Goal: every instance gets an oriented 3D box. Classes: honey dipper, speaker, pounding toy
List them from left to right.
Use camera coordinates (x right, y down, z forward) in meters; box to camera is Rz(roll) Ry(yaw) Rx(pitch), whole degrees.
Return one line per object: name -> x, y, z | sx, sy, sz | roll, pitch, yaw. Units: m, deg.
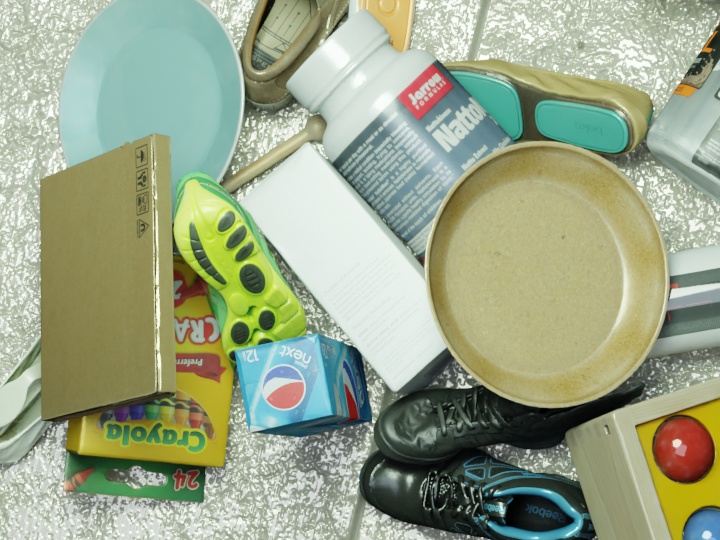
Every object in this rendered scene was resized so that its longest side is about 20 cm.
honey dipper -> -0.109, -0.070, 1.728 | 0.199, 0.038, 0.038 | -32, 81, 1
speaker -> 0.282, 0.020, 1.635 | 0.198, 0.081, 0.082 | -9, 84, 8
pounding toy -> 0.285, 0.146, 1.575 | 0.198, 0.142, 0.186 | -16, 82, -19

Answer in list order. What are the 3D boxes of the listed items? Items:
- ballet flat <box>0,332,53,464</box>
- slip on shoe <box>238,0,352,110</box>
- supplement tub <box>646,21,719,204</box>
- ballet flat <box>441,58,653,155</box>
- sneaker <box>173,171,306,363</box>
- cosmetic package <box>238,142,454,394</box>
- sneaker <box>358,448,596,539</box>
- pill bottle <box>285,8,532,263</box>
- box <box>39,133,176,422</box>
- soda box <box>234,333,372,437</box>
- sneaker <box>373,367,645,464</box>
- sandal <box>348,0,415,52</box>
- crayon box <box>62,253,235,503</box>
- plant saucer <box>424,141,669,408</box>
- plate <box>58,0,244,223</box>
ballet flat -> -0.254, 0.080, 1.719 | 0.069, 0.069, 0.200 | 40, 92, 10
slip on shoe -> -0.047, -0.229, 1.701 | 0.076, 0.061, 0.201 | 26, 76, 11
supplement tub -> 0.324, -0.150, 1.621 | 0.122, 0.123, 0.201 | 34, 90, 10
ballet flat -> 0.145, -0.136, 1.678 | 0.198, 0.063, 0.069 | 17, 129, 26
sneaker -> -0.094, -0.002, 1.632 | 0.073, 0.201, 0.084 | -18, 45, 2
cosmetic package -> 0.000, 0.000, 1.665 | 0.081, 0.113, 0.200 | -42, 79, 3
sneaker -> 0.093, 0.177, 1.649 | 0.198, 0.082, 0.074 | 8, 89, 11
pill bottle -> 0.040, -0.105, 1.647 | 0.120, 0.120, 0.200 | -44, 91, 3
box -> -0.201, 0.009, 1.619 | 0.163, 0.021, 0.202 | -16, 73, 47
soda box -> -0.041, 0.092, 1.617 | 0.067, 0.200, 0.065 | -12, 83, 8
sneaker -> 0.115, 0.103, 1.620 | 0.198, 0.104, 0.061 | -3, 65, -16
sandal -> 0.034, -0.264, 1.695 | 0.079, 0.059, 0.209 | -1, 91, -35
crayon box -> -0.168, 0.086, 1.688 | 0.126, 0.051, 0.202 | 6, 86, -21
plant saucer -> 0.138, 0.004, 1.574 | 0.198, 0.035, 0.203 | 2, 84, -17
plate -> -0.170, -0.135, 1.718 | 0.199, 0.025, 0.203 | -2, 87, 34
